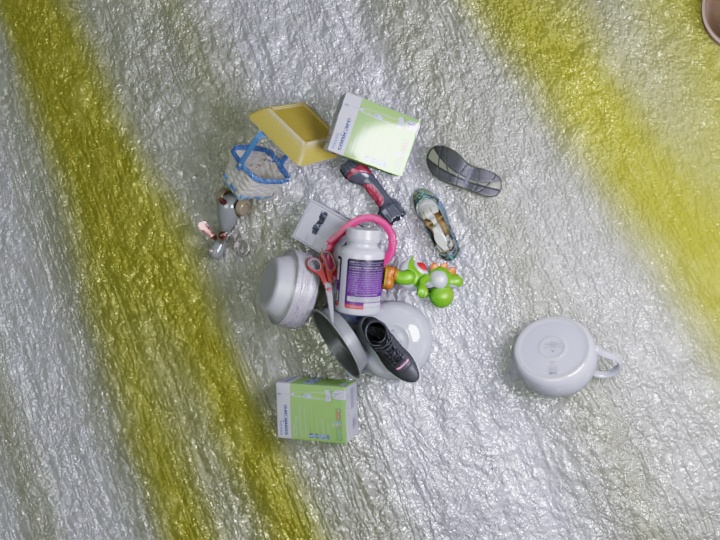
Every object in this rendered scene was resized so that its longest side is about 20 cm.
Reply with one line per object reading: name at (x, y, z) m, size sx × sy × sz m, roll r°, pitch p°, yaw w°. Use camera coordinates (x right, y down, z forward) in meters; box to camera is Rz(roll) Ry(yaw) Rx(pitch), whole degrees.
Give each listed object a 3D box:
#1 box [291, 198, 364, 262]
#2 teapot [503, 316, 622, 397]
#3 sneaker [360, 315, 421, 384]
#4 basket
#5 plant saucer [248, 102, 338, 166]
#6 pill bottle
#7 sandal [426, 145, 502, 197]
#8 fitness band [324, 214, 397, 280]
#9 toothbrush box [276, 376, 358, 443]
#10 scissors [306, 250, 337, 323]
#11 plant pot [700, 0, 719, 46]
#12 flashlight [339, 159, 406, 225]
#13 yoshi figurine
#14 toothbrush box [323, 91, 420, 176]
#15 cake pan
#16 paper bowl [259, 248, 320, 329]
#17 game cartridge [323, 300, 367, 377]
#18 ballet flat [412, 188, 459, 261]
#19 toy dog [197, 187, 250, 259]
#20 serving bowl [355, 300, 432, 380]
box at (-0.066, -0.091, 1.767) m, size 0.199 × 0.060 × 0.117 m, roll 29°, pitch 100°, yaw 17°
teapot at (0.449, 0.211, 1.537) m, size 0.197 × 0.146 × 0.200 m, roll -40°, pitch 45°, yaw -10°
sneaker at (0.069, 0.193, 1.602) m, size 0.071 × 0.099 × 0.200 m, roll -40°, pitch 86°, yaw 0°
basket at (-0.260, -0.283, 1.777) m, size 0.200 × 0.176 × 0.139 m, roll -43°, pitch 73°, yaw 27°
plant saucer at (-0.151, -0.360, 1.722) m, size 0.200 × 0.200 × 0.049 m, roll 45°, pitch 127°, yaw 14°
pill bottle at (0.000, 0.000, 1.624) m, size 0.111 × 0.111 × 0.201 m, roll 8°, pitch 99°, yaw 20°
sandal at (0.249, -0.234, 1.656) m, size 0.200 × 0.057 × 0.080 m, roll 29°, pitch 94°, yaw 3°
fitness band at (-0.002, -0.052, 1.694) m, size 0.200 × 0.037 × 0.144 m, roll -37°, pitch 89°, yaw 14°
toothbrush box at (-0.112, 0.359, 1.759) m, size 0.199 × 0.086 × 0.147 m, roll -1°, pitch 94°, yaw 21°
scissors at (-0.072, 0.034, 1.635) m, size 0.073 × 0.014 × 0.201 m, roll -18°, pitch 57°, yaw -13°
plant pot at (0.819, -0.547, 1.421) m, size 0.200 × 0.093 × 0.202 m, roll 0°, pitch 90°, yaw 19°
flashlight at (0.027, -0.201, 1.731) m, size 0.200 × 0.068 × 0.068 m, roll 55°, pitch 133°, yaw 11°
yoshi figurine at (0.150, 0.043, 1.655) m, size 0.199 × 0.113 × 0.112 m, roll 5°, pitch 137°, yaw -5°
toothbrush box at (0.027, -0.333, 1.670) m, size 0.199 × 0.086 × 0.146 m, roll 17°, pitch 96°, yaw -15°
cake pan at (-0.048, 0.172, 1.669) m, size 0.037 × 0.200 × 0.201 m, roll -33°, pitch 77°, yaw -17°
paper bowl at (-0.191, 0.044, 1.735) m, size 0.201 × 0.104 × 0.202 m, roll -36°, pitch 47°, yaw 52°
game cartridge at (-0.006, 0.161, 1.759) m, size 0.133 × 0.041 × 0.201 m, roll -25°, pitch 82°, yaw 23°
ballet flat at (0.185, -0.118, 1.670) m, size 0.074 × 0.074 × 0.201 m, roll -32°, pitch 79°, yaw 17°
toy dog at (-0.380, -0.130, 1.863) m, size 0.131 × 0.096 × 0.201 m, roll 2°, pitch 91°, yaw 20°
serving bowl at (0.081, 0.174, 1.684) m, size 0.199 × 0.066 × 0.201 m, roll 0°, pitch 87°, yaw 5°
